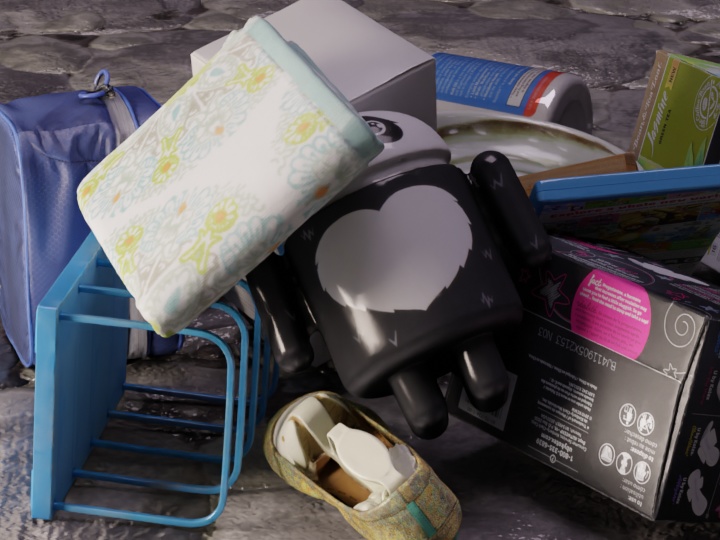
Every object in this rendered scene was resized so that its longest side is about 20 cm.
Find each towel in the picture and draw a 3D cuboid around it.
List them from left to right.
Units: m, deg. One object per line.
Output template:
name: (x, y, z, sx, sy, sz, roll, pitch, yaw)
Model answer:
towel: (-0.083, -0.059, 1.443, 0.171, 0.048, 0.200, -45, 30, 3)

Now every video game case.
video game case: (0.170, -0.020, 1.618, 0.142, 0.018, 0.200, -5, -21, -9)

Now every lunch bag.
lunch bag: (-0.183, -0.040, 1.674, 0.131, 0.201, 0.136, -6, 18, -17)

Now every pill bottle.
pill bottle: (0.088, -0.126, 2.041, 0.199, 0.113, 0.112, 13, 24, 26)

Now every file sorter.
file sorter: (-0.123, 0.058, 1.512, 0.122, 0.140, 0.200, 6, 21, 6)

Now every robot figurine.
robot figurine: (0.024, -0.001, 1.467, 0.150, 0.201, 0.125, -13, -16, -39)

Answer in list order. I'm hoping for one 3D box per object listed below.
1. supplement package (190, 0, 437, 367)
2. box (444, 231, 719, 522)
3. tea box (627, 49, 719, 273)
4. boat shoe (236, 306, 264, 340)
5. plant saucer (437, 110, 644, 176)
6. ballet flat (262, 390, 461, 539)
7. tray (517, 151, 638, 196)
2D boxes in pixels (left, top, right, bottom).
supplement package: (-0.027, -0.063, 1.621, 0.119, 0.201, 0.121, -29, 45, -29)
box: (0.167, 0.065, 1.491, 0.114, 0.133, 0.200, 6, 12, -40)
tea box: (0.325, -0.065, 1.780, 0.199, 0.134, 0.197, 11, 11, -23)
boat shoe: (0.000, 0.000, 1.757, 0.199, 0.073, 0.071, -14, 30, -30)
plant saucer: (0.113, -0.064, 1.780, 0.199, 0.051, 0.200, 8, 22, -3)
ballet flat: (-0.010, 0.111, 1.458, 0.070, 0.071, 0.200, -11, 25, -29)
tray: (0.158, -0.022, 1.684, 0.098, 0.037, 0.200, -12, -20, 9)
